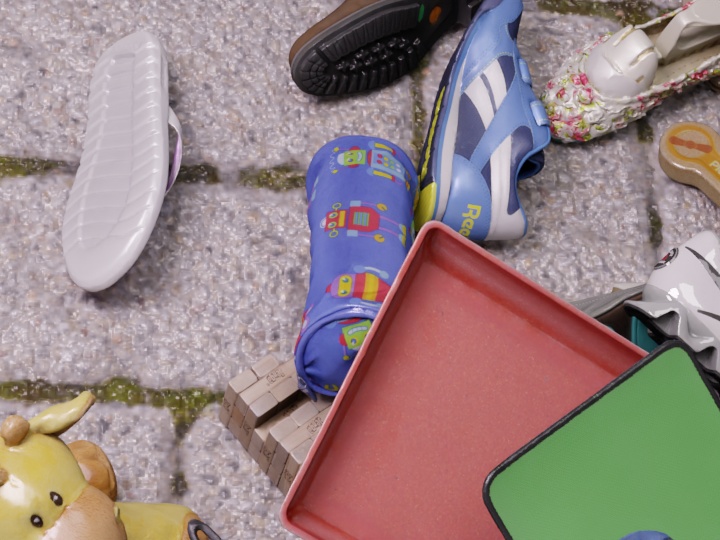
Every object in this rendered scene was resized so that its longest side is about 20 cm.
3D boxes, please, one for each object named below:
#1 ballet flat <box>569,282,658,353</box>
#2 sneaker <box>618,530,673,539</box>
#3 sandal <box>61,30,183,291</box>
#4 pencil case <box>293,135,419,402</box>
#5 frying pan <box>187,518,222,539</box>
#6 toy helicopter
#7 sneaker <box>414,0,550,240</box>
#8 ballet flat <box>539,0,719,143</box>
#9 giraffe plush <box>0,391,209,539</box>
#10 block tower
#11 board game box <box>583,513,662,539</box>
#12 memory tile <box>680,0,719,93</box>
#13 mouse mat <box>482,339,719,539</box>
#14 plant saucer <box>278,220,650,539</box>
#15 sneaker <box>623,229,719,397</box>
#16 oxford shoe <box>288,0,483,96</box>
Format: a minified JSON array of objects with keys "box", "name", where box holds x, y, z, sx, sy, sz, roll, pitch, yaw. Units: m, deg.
[{"box":[0.164,0.035,1.402,0.198,0.068,0.064,-13,34,-21],"name":"ballet flat"},{"box":[0.164,0.243,1.185,0.084,0.077,0.202,3,100,-22],"name":"sneaker"},{"box":[-0.147,-0.072,1.401,0.050,0.082,0.204,37,46,-41],"name":"sandal"},{"box":[0.000,0.000,1.347,0.077,0.087,0.201,-3,38,4],"name":"pencil case"},{"box":[-0.045,0.242,1.240,0.189,0.031,0.115,30,63,-6],"name":"frying pan"},{"box":[0.290,-0.042,1.466,0.132,0.079,0.200,-34,60,-19],"name":"toy helicopter"},{"box":[0.092,-0.106,1.462,0.082,0.074,0.202,16,66,-4],"name":"sneaker"},{"box":[0.212,-0.158,1.507,0.199,0.064,0.076,-28,68,-17],"name":"ballet flat"},{"box":[-0.184,0.149,1.204,0.198,0.163,0.174,17,59,-2],"name":"giraffe plush"},{"box":[-0.005,0.140,1.310,0.054,0.058,0.200,-34,73,-25],"name":"block tower"},{"box":[0.136,0.258,1.232,0.133,0.034,0.202,-18,93,-21],"name":"board game box"},{"box":[0.316,-0.181,1.580,0.152,0.017,0.201,-8,63,-15],"name":"memory tile"},{"box":[0.175,0.163,1.229,0.160,0.008,0.201,-33,100,-19],"name":"mouse mat"},{"box":[0.071,0.105,1.252,0.199,0.037,0.201,31,78,-16],"name":"plant saucer"},{"box":[0.269,0.055,1.365,0.200,0.074,0.089,43,80,-16],"name":"sneaker"},{"box":[0.017,-0.189,1.502,0.199,0.073,0.084,-34,55,-28],"name":"oxford shoe"}]
